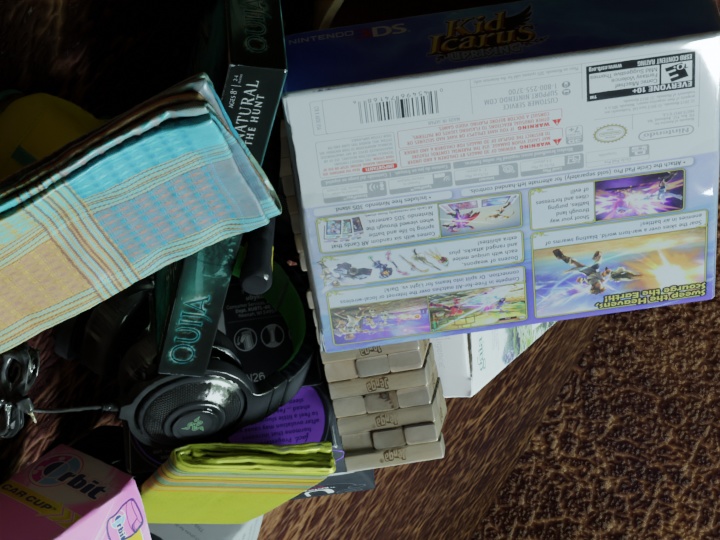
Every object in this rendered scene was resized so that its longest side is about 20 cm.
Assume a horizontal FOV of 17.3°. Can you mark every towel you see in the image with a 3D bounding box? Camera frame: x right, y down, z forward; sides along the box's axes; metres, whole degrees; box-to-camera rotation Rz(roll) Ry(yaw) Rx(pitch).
[{"bbox_3d":[-0.134,-0.005,1.000,0.200,0.022,0.147,-28,161,1],"label":"towel"},{"bbox_3d":[-0.080,0.117,1.293,0.200,0.086,0.018,139,-48,-69],"label":"towel"}]

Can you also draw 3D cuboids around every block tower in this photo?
[{"bbox_3d":[0.000,0.000,1.234,0.058,0.054,0.200,-63,142,-75],"label":"block tower"}]

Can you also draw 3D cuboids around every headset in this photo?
[{"bbox_3d":[-0.108,0.032,1.209,0.200,0.124,0.094,-28,151,-36],"label":"headset"}]

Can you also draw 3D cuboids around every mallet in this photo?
[{"bbox_3d":[-0.043,-0.083,1.145,0.066,0.041,0.200,107,-13,-49],"label":"mallet"}]

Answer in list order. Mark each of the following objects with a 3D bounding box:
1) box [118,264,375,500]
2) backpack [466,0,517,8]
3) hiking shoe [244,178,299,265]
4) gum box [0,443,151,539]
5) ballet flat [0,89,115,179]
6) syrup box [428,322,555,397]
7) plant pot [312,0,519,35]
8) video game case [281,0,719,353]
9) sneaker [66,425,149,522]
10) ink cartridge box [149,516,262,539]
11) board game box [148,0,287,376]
[{"bbox_3d":[-0.064,0.073,1.380,0.200,0.122,0.106,65,18,-76],"label":"box"},{"bbox_3d":[0.076,-0.125,1.326,0.153,0.176,0.200,37,61,-46],"label":"backpack"},{"bbox_3d":[-0.027,-0.054,1.393,0.101,0.076,0.200,-59,167,22],"label":"hiking shoe"},{"bbox_3d":[-0.165,0.213,1.308,0.113,0.066,0.200,-35,129,-34],"label":"gum box"},{"bbox_3d":[-0.122,-0.037,1.093,0.067,0.067,0.200,-56,168,3],"label":"ballet flat"},{"bbox_3d":[0.052,0.013,1.368,0.200,0.081,0.079,-31,117,-67],"label":"syrup box"},{"bbox_3d":[0.061,-0.168,1.172,0.186,0.186,0.200,111,-19,-44],"label":"plant pot"},{"bbox_3d":[0.069,-0.047,1.124,0.181,0.200,0.045,83,-1,-47],"label":"video game case"},{"bbox_3d":[-0.194,0.176,1.395,0.200,0.072,0.083,-58,-158,-16],"label":"sneaker"},{"bbox_3d":[-0.159,0.234,1.577,0.200,0.083,0.146,-50,166,-34],"label":"ink cartridge box"},{"bbox_3d":[-0.071,-0.066,1.127,0.135,0.028,0.200,-97,-162,-44],"label":"board game box"}]
